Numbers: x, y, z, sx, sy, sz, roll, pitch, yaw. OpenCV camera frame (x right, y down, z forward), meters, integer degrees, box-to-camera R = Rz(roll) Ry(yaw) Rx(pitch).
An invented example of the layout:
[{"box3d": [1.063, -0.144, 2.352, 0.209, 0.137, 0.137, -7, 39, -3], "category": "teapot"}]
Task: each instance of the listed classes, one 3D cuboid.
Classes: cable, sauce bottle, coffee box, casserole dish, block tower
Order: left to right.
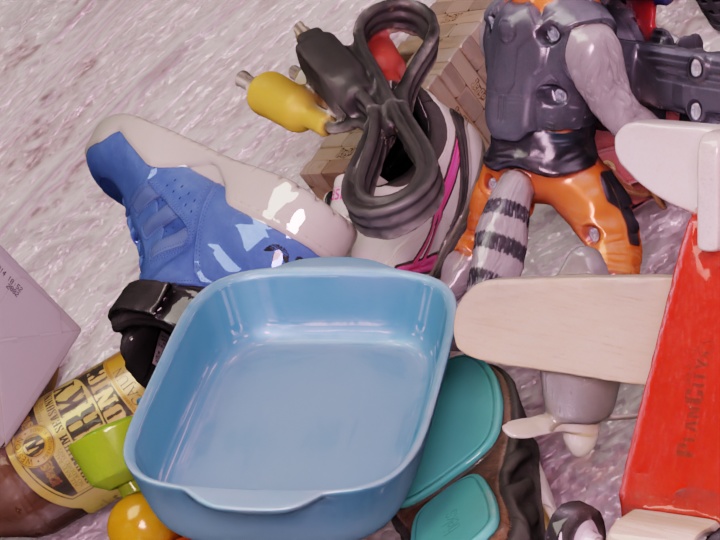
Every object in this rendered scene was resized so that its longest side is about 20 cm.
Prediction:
[{"box3d": [-0.251, 0.023, 1.462, 0.200, 0.113, 0.080, 0, 50, 48], "category": "coffee box"}, {"box3d": [-0.140, 0.089, 1.432, 0.200, 0.065, 0.065, -32, 28, 3], "category": "sauce bottle"}, {"box3d": [-0.025, 0.057, 1.205, 0.121, 0.039, 0.200, 0, 28, 11], "category": "casserole dish"}, {"box3d": [0.012, -0.068, 1.361, 0.097, 0.050, 0.200, -21, 36, -10], "category": "cable"}, {"box3d": [0.048, -0.095, 1.516, 0.058, 0.054, 0.200, 0, 46, 48], "category": "block tower"}]

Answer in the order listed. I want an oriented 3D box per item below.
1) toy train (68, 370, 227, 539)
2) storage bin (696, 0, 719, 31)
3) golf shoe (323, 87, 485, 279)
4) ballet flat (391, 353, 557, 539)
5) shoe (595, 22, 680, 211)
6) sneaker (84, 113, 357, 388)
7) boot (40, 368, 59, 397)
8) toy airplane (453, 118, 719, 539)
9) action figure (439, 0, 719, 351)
[{"box3d": [-0.087, 0.112, 1.212, 0.085, 0.116, 0.200, -24, -2, 26], "category": "toy train"}, {"box3d": [0.236, -0.223, 1.449, 0.200, 0.094, 0.135, -27, 29, 18], "category": "storage bin"}, {"box3d": [0.000, 0.000, 1.388, 0.073, 0.092, 0.200, -8, 41, 40], "category": "golf shoe"}, {"box3d": [0.048, 0.103, 1.191, 0.068, 0.068, 0.200, -31, 18, 13], "category": "ballet flat"}, {"box3d": [0.143, -0.055, 1.339, 0.091, 0.071, 0.200, -59, 40, 8], "category": "shoe"}, {"box3d": [-0.092, -0.002, 1.382, 0.200, 0.077, 0.111, 23, 79, 50], "category": "sneaker"}, {"box3d": [-0.257, 0.095, 1.572, 0.155, 0.077, 0.200, -20, 31, 41], "category": "boot"}, {"box3d": [0.149, 0.037, 1.107, 0.199, 0.141, 0.200, -42, 58, 19], "category": "toy airplane"}, {"box3d": [0.101, -0.057, 1.258, 0.200, 0.105, 0.194, 3, 88, 49], "category": "action figure"}]
